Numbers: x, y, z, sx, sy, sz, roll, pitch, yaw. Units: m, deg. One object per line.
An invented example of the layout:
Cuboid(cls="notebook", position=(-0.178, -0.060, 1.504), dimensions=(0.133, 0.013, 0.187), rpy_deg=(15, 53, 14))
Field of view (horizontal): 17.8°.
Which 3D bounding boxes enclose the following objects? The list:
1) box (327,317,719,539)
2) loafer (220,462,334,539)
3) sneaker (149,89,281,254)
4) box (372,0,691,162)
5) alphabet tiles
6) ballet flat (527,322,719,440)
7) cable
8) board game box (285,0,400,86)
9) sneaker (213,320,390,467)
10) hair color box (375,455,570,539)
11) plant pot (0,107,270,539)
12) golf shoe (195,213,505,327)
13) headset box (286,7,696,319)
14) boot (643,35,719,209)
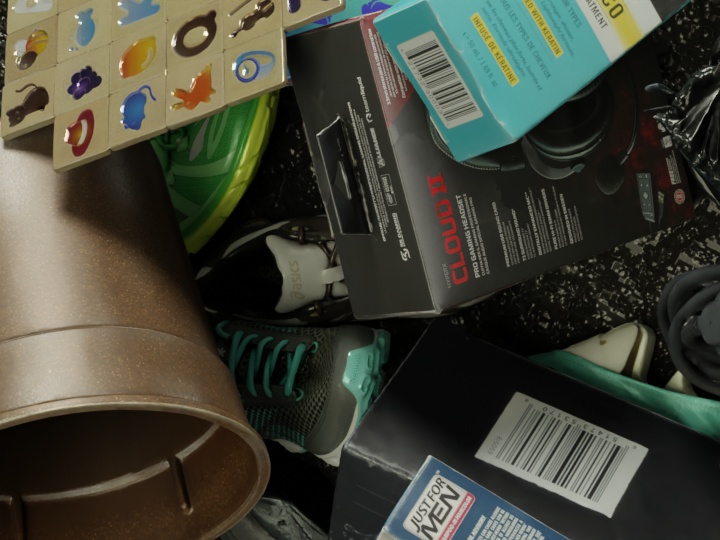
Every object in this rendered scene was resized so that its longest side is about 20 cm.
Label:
Cuboid(cls="box", position=(0.090, 0.163, 1.218), dimensions=(0.196, 0.117, 0.200), rpy_deg=(23, 134, 16))
Cuboid(cls="loafer", position=(-0.087, 0.124, 1.348), dimensions=(0.200, 0.073, 0.072), rpy_deg=(43, 109, 5))
Cuboid(cls="sneaker", position=(-0.119, -0.049, 1.323), dimensions=(0.084, 0.074, 0.200), rpy_deg=(37, 119, -16))
Cuboid(cls="box", position=(0.103, -0.140, 1.124), dimensions=(0.049, 0.200, 0.082), rpy_deg=(-16, 110, 56))
Cuboid(cls="alphabet tiles", position=(-0.097, -0.137, 1.163), dimensions=(0.200, 0.006, 0.167), rpy_deg=(-19, 54, 22))
Cuboid(cls="ballet flat", position=(0.162, 0.067, 1.237), dimensions=(0.200, 0.067, 0.071), rpy_deg=(18, 85, 21))
Cuboid(cls="cable", position=(0.232, 0.041, 1.106), dimensions=(0.163, 0.200, 0.051), rpy_deg=(19, 78, -20))
Cuboid(cls="board game box", position=(-0.053, -0.174, 1.239), dimensions=(0.199, 0.045, 0.153), rpy_deg=(-4, 89, 9))
Cuboid(cls="sneaker", position=(-0.048, 0.062, 1.258), dimensions=(0.091, 0.200, 0.078), rpy_deg=(18, 76, -16))
Cuboid(cls="hair color box", position=(0.092, 0.186, 1.108), dimensions=(0.200, 0.061, 0.100), rpy_deg=(31, 135, 7))
Cuboid(cls="plant pot", position=(-0.164, 0.035, 1.205), dimensions=(0.200, 0.200, 0.199), rpy_deg=(-33, 55, 29))
Cuboid(cls="golf shoe", position=(0.000, 0.000, 1.276), dimensions=(0.200, 0.094, 0.078), rpy_deg=(-12, 96, 26))
Cuboid(cls="headset box", position=(0.059, -0.068, 1.164), dimensions=(0.077, 0.200, 0.149), rpy_deg=(-7, 100, 55))
Cuboid(cls="boot", position=(0.224, -0.025, 1.115), dimensions=(0.073, 0.162, 0.198), rpy_deg=(-46, 79, 3))
